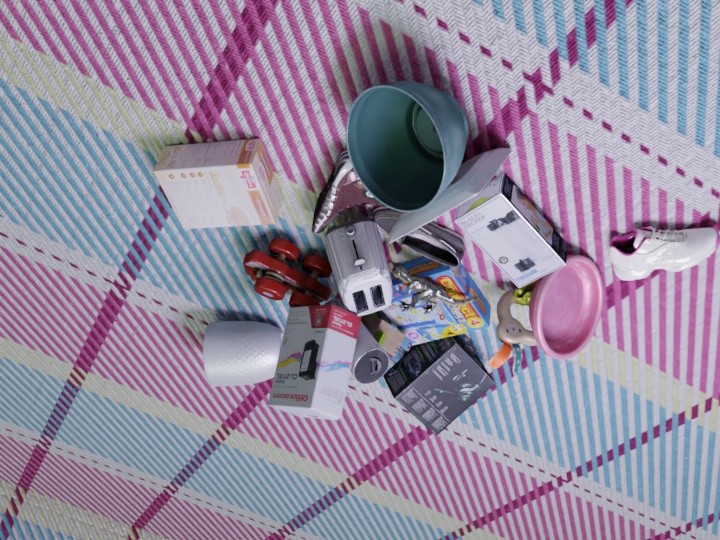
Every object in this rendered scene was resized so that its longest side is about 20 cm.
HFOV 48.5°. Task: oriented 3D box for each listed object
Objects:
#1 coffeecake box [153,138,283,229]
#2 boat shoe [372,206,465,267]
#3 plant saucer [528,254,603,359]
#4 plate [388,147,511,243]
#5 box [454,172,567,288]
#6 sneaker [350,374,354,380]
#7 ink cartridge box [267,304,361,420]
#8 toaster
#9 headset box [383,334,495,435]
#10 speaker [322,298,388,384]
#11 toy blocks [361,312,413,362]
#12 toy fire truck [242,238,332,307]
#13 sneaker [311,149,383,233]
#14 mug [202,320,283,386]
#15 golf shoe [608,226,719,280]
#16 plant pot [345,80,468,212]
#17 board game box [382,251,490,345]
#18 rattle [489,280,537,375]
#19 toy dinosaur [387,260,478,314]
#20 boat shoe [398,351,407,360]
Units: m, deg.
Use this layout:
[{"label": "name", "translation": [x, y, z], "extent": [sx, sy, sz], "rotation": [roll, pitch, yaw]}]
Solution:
[{"label": "coffeecake box", "translation": [-0.263, -0.160, 1.506], "extent": [0.195, 0.074, 0.155], "rotation": [-2, 139, 15]}, {"label": "boat shoe", "translation": [0.113, -0.065, 1.543], "extent": [0.196, 0.058, 0.067], "rotation": [20, 140, -11]}, {"label": "plant saucer", "translation": [0.394, 0.068, 1.556], "extent": [0.050, 0.202, 0.201], "rotation": [16, 156, 51]}, {"label": "plate", "translation": [0.148, -0.137, 1.362], "extent": [0.198, 0.200, 0.033], "rotation": [-30, 101, 38]}, {"label": "box", "translation": [0.278, -0.070, 1.477], "extent": [0.116, 0.061, 0.200], "rotation": [-28, 118, 37]}, {"label": "sneaker", "translation": [-0.085, 0.203, 1.905], "extent": [0.195, 0.078, 0.087], "rotation": [0, 130, 2]}, {"label": "ink cartridge box", "translation": [-0.090, 0.178, 1.559], "extent": [0.082, 0.204, 0.144], "rotation": [25, 159, -38]}, {"label": "toaster", "translation": [0.000, 0.000, 1.555], "extent": [0.111, 0.132, 0.201], "rotation": [-15, 153, -2]}, {"label": "headset box", "translation": [0.182, 0.240, 1.800], "extent": [0.200, 0.093, 0.174], "rotation": [-43, 123, 8]}, {"label": "speaker", "translation": [-0.017, 0.141, 1.626], "extent": [0.080, 0.200, 0.083], "rotation": [-13, 124, -21]}, {"label": "toy blocks", "translation": [0.040, 0.146, 1.743], "extent": [0.136, 0.101, 0.199], "rotation": [34, 169, -32]}, {"label": "toy fire truck", "translation": [-0.161, 0.021, 1.681], "extent": [0.197, 0.114, 0.167], "rotation": [26, 160, -21]}, {"label": "sneaker", "translation": [-0.016, -0.126, 1.491], "extent": [0.113, 0.077, 0.201], "rotation": [18, 139, -13]}, {"label": "mug", "translation": [-0.259, 0.200, 1.885], "extent": [0.171, 0.151, 0.201], "rotation": [-4, 159, 7]}, {"label": "golf shoe", "translation": [0.548, -0.043, 1.458], "extent": [0.197, 0.076, 0.092], "rotation": [-19, 129, 30]}, {"label": "plant pot", "translation": [0.092, -0.213, 1.284], "extent": [0.198, 0.133, 0.204], "rotation": [24, 129, 33]}, {"label": "board game box", "translation": [0.147, 0.062, 1.685], "extent": [0.193, 0.057, 0.200], "rotation": [-16, 133, 29]}, {"label": "rattle", "translation": [0.329, 0.092, 1.561], "extent": [0.131, 0.200, 0.143], "rotation": [48, 140, -2]}, {"label": "toy dinosaur", "translation": [0.129, 0.050, 1.596], "extent": [0.197, 0.048, 0.089], "rotation": [23, 131, -15]}, {"label": "boat shoe", "translation": [0.165, 0.255, 1.899], "extent": [0.059, 0.075, 0.201], "rotation": [-15, 126, 34]}]
